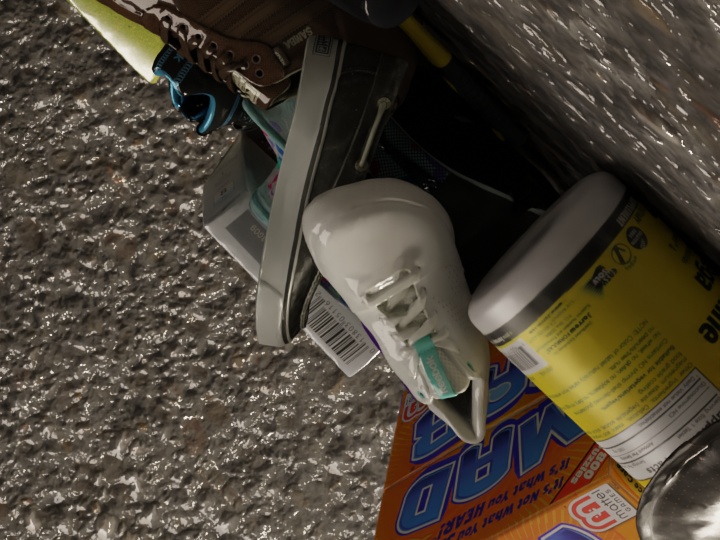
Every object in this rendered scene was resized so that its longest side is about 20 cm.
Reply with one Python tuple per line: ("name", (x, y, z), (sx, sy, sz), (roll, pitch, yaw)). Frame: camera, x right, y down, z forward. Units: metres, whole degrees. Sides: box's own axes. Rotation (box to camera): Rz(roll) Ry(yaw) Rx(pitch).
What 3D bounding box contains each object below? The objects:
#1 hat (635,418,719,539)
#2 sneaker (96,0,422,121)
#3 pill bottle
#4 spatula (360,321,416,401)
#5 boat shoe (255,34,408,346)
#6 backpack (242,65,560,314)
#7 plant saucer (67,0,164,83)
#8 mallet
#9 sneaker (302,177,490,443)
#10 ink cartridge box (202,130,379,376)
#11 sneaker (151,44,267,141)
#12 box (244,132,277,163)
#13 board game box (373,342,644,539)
("hat", (0.227, 0.094, 0.767), (0.201, 0.200, 0.081), (44, -142, -30))
("sneaker", (-0.066, -0.135, 0.966), (0.200, 0.076, 0.070), (11, 166, 0))
("pill bottle", (0.165, 0.051, 0.919), (0.200, 0.112, 0.112), (43, 178, -3))
("spatula", (0.000, 0.000, 1.171), (0.057, 0.021, 0.200), (65, -173, -70))
("boat shoe", (-0.018, -0.035, 0.954), (0.064, 0.200, 0.071), (13, -145, -2))
("backpack", (0.017, -0.061, 1.080), (0.200, 0.151, 0.177), (51, -164, 23))
("plant saucer", (-0.190, -0.272, 1.251), (0.200, 0.048, 0.200), (46, -149, -53))
("mallet", (0.046, -0.118, 0.934), (0.200, 0.041, 0.066), (38, 180, -41))
("sneaker", (0.034, 0.028, 0.935), (0.200, 0.075, 0.089), (52, -161, -50))
("ink cartridge box", (-0.051, -0.027, 1.264), (0.160, 0.047, 0.200), (46, -169, -21))
("sneaker", (-0.094, -0.127, 1.130), (0.073, 0.082, 0.200), (36, 171, 17))
("box", (-0.038, -0.130, 1.262), (0.200, 0.075, 0.100), (45, -145, 15))
("board game box", (0.152, 0.160, 1.093), (0.200, 0.200, 0.200), (42, -146, -21))
